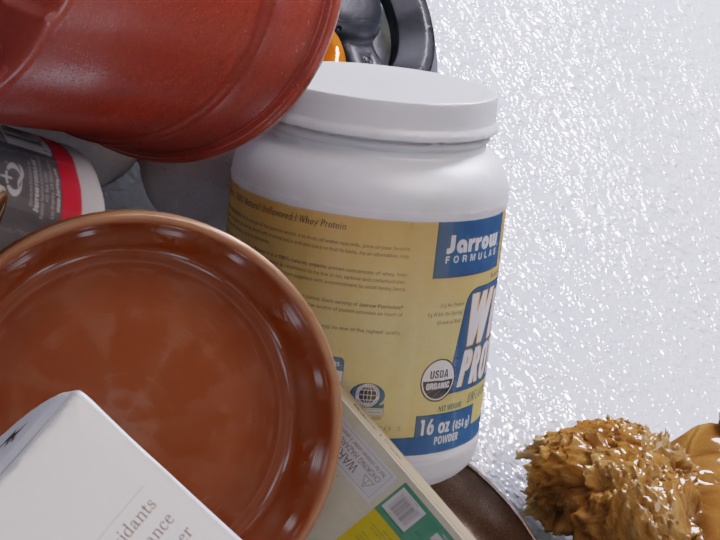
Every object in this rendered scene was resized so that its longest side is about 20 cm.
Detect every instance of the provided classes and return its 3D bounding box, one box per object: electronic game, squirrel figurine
[{"bbox_3d":[-0.020,-0.182,1.340,0.200,0.042,0.200,29,46,-35],"label":"electronic game"},{"bbox_3d":[0.195,0.148,1.197,0.200,0.141,0.187,37,31,-21],"label":"squirrel figurine"}]

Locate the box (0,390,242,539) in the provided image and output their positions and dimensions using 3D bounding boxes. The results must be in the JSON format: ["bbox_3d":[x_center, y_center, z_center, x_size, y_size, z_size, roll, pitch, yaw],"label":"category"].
[{"bbox_3d":[-0.144,0.171,0.707,0.131,0.200,0.199,44,62,-8],"label":"box"}]

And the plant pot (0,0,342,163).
[{"bbox_3d":[-0.138,-0.147,0.907,0.201,0.201,0.195,58,24,11],"label":"plant pot"}]

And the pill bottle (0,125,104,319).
[{"bbox_3d":[-0.229,-0.029,0.922,0.200,0.111,0.111,16,48,-38],"label":"pill bottle"}]

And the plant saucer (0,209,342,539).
[{"bbox_3d":[-0.108,0.071,0.922,0.200,0.200,0.032,38,-2,-15],"label":"plant saucer"}]

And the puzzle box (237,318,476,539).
[{"bbox_3d":[-0.036,0.126,0.975,0.200,0.133,0.025,50,9,-1],"label":"puzzle box"}]

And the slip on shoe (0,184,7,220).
[{"bbox_3d":[-0.213,0.046,0.844,0.060,0.200,0.076,21,2,-4],"label":"slip on shoe"}]

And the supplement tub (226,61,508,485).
[{"bbox_3d":[0.000,0.000,1.037,0.144,0.201,0.145,6,14,-1],"label":"supplement tub"}]

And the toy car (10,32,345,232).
[{"bbox_3d":[-0.103,-0.129,1.099,0.200,0.150,0.175,19,45,-20],"label":"toy car"}]

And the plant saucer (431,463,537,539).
[{"bbox_3d":[0.035,0.179,1.083,0.200,0.032,0.201,27,42,-28],"label":"plant saucer"}]
